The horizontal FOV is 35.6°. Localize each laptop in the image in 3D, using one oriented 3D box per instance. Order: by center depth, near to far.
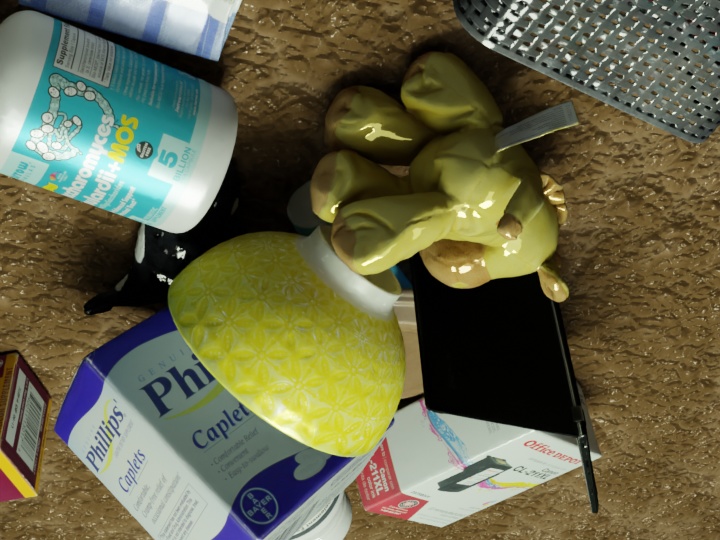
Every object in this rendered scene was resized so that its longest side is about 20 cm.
[{"bbox_3d":[0.122,0.085,0.948,0.116,0.188,0.200,-11,138,9],"label":"laptop"}]

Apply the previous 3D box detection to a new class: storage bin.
[{"bbox_3d":[0.160,-0.181,0.691,0.199,0.135,0.094,19,134,-23],"label":"storage bin"}]

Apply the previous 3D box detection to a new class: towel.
[{"bbox_3d":[-0.128,-0.226,0.705,0.146,0.024,0.200,14,135,-18],"label":"towel"}]

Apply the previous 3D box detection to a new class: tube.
[{"bbox_3d":[0.000,0.000,0.956,0.077,0.051,0.200,-8,144,21],"label":"tube"}]

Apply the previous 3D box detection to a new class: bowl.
[{"bbox_3d":[-0.032,0.031,0.837,0.200,0.200,0.108,31,108,-33],"label":"bowl"}]

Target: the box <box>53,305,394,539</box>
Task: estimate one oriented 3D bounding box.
[{"bbox_3d":[-0.110,0.126,0.919,0.200,0.184,0.105,43,133,13],"label":"box"}]

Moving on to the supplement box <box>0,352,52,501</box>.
[{"bbox_3d":[-0.403,0.158,1.046,0.199,0.111,0.086,-10,137,6],"label":"supplement box"}]

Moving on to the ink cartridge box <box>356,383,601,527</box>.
[{"bbox_3d":[0.112,0.172,1.100,0.200,0.083,0.146,-30,146,27],"label":"ink cartridge box"}]

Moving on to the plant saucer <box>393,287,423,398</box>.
[{"bbox_3d":[0.018,0.074,1.019,0.199,0.030,0.200,-4,151,-2],"label":"plant saucer"}]

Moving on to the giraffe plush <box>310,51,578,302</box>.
[{"bbox_3d":[0.082,-0.050,0.825,0.199,0.173,0.162,-4,153,25],"label":"giraffe plush"}]

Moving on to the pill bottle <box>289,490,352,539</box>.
[{"bbox_3d":[-0.083,0.202,1.114,0.119,0.120,0.200,-15,137,12],"label":"pill bottle"}]

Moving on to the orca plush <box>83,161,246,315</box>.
[{"bbox_3d":[-0.161,-0.008,0.909,0.200,0.071,0.105,-33,131,29],"label":"orca plush"}]

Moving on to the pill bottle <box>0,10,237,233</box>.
[{"bbox_3d":[-0.193,-0.106,0.768,0.200,0.111,0.111,19,133,-24],"label":"pill bottle"}]
